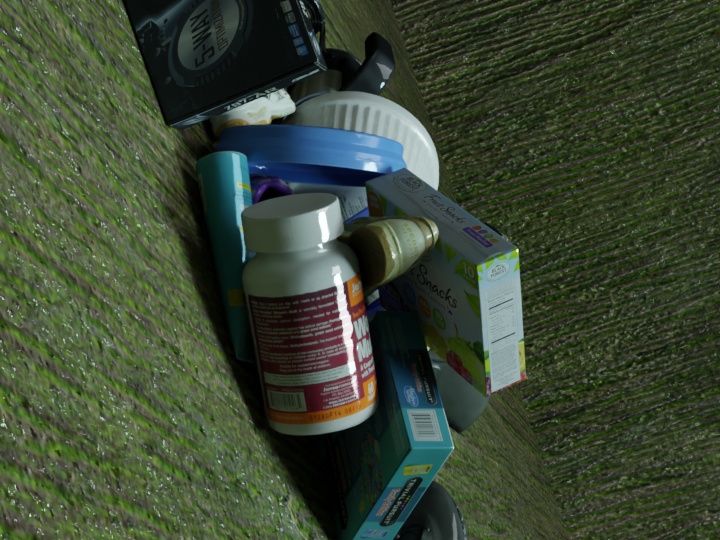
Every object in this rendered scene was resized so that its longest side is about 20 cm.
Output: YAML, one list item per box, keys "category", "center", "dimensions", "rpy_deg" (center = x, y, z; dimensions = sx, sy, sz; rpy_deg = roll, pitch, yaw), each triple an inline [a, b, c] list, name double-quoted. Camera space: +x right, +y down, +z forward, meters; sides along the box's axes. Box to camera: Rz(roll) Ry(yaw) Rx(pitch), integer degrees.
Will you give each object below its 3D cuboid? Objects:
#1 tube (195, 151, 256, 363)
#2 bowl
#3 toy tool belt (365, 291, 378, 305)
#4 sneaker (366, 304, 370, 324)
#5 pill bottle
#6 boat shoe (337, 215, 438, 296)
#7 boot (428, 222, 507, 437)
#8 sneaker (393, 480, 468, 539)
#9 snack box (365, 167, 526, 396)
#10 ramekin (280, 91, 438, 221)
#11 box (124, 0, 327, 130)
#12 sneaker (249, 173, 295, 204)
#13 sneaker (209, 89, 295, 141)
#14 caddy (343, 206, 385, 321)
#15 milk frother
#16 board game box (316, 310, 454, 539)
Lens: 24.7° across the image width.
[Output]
- category: "tube"
  center: [-0.117, -0.009, 1.539]
  dimensions: [0.077, 0.050, 0.203]
  rpy_deg: [23, 54, -64]
- category: "bowl"
  center: [-0.049, -0.115, 1.656]
  dimensions: [0.201, 0.198, 0.040]
  rpy_deg: [16, 78, -78]
- category: "toy tool belt"
  center: [0.000, 0.019, 1.984]
  dimensions: [0.124, 0.124, 0.201]
  rpy_deg: [26, 21, -17]
- category: "sneaker"
  center: [-0.011, 0.128, 1.792]
  dimensions: [0.088, 0.073, 0.202]
  rpy_deg: [72, 13, -63]
- category: "pill bottle"
  center: [-0.049, 0.038, 1.493]
  dimensions: [0.110, 0.108, 0.203]
  rpy_deg: [-73, 156, -74]
- category: "boat shoe"
  center: [0.014, -0.018, 1.544]
  dimensions: [0.074, 0.062, 0.200]
  rpy_deg: [70, -18, 2]
- category: "boot"
  center: [0.112, 0.063, 1.694]
  dimensions: [0.138, 0.201, 0.078]
  rpy_deg: [35, 7, -33]
- category: "sneaker"
  center: [0.053, 0.297, 1.635]
  dimensions: [0.091, 0.075, 0.202]
  rpy_deg: [46, 43, -44]
- category: "snack box"
  center: [0.079, 0.007, 1.545]
  dimensions: [0.200, 0.052, 0.144]
  rpy_deg: [39, -38, 51]
- category: "ramekin"
  center: [-0.012, -0.089, 1.843]
  dimensions: [0.106, 0.198, 0.201]
  rpy_deg: [-82, 151, -52]
- category: "box"
  center: [-0.139, -0.257, 1.568]
  dimensions: [0.044, 0.158, 0.202]
  rpy_deg: [5, 66, -80]
- category: "sneaker"
  center: [-0.069, -0.007, 1.602]
  dimensions: [0.202, 0.080, 0.088]
  rpy_deg: [66, -22, 2]
- category: "sneaker"
  center: [-0.122, -0.199, 1.777]
  dimensions: [0.200, 0.075, 0.089]
  rpy_deg: [-61, 133, -78]
- category: "caddy"
  center: [0.000, 0.000, 1.723]
  dimensions: [0.106, 0.199, 0.141]
  rpy_deg: [57, -5, 0]
- category: "milk frother"
  center: [-0.068, -0.244, 2.094]
  dimensions: [0.198, 0.182, 0.189]
  rpy_deg: [22, 22, -9]
- category: "board game box"
  center: [0.019, 0.159, 1.579]
  dimensions: [0.201, 0.046, 0.152]
  rpy_deg: [118, -33, -47]
